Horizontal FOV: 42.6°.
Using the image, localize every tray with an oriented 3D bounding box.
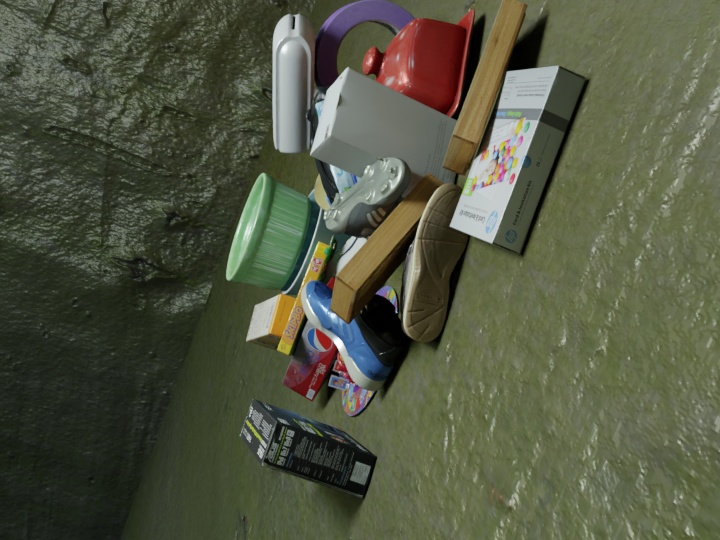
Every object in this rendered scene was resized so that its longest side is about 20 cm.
[{"bbox_3d":[0.157,-0.231,1.167,0.099,0.036,0.203,99,-169,-73],"label":"tray"},{"bbox_3d":[0.038,-0.029,1.222,0.200,0.037,0.099,-48,-14,-25],"label":"tray"}]

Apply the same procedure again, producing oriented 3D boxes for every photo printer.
[{"bbox_3d":[-0.110,-0.313,1.516,0.167,0.068,0.204,-96,8,-64],"label":"photo printer"}]

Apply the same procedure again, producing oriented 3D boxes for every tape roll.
[{"bbox_3d":[0.018,-0.355,1.575,0.066,0.197,0.203,-135,65,-72],"label":"tape roll"}]

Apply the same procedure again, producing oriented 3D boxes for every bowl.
[{"bbox_3d":[-0.061,-0.038,1.655,0.201,0.103,0.204,-161,90,-75],"label":"bowl"}]

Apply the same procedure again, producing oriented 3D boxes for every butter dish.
[{"bbox_3d":[0.072,-0.298,1.420,0.200,0.146,0.203,137,149,-60],"label":"butter dish"}]

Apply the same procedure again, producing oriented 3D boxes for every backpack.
[{"bbox_3d":[-0.008,-0.160,1.412,0.165,0.150,0.203,81,-172,-50],"label":"backpack"}]

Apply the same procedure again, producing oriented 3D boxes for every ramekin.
[{"bbox_3d":[-0.163,-0.063,1.662,0.200,0.096,0.204,-161,90,-75],"label":"ramekin"}]

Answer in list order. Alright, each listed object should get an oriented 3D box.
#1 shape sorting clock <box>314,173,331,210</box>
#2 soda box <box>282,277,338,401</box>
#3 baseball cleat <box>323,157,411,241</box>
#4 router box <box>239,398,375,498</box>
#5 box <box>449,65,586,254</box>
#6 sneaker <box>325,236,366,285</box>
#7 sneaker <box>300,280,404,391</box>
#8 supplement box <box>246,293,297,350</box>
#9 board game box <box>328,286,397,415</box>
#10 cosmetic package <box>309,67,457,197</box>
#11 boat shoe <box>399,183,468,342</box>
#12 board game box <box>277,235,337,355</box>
[{"bbox_3d":[0.007,-0.172,1.560,0.198,0.039,0.202,-25,36,20],"label":"shape sorting clock"},{"bbox_3d":[-0.061,0.113,1.491,0.070,0.063,0.202,-54,-9,-52],"label":"soda box"},{"bbox_3d":[0.031,-0.095,1.276,0.199,0.105,0.071,-23,53,55],"label":"baseball cleat"},{"bbox_3d":[-0.079,0.246,1.298,0.063,0.148,0.200,-70,16,-4],"label":"router box"},{"bbox_3d":[0.176,-0.130,1.065,0.156,0.041,0.203,-141,70,-74],"label":"box"},{"bbox_3d":[0.000,0.000,1.469,0.081,0.075,0.202,-102,32,-47],"label":"sneaker"},{"bbox_3d":[-0.006,0.060,1.306,0.201,0.076,0.112,55,127,35],"label":"sneaker"},{"bbox_3d":[-0.120,0.104,1.654,0.200,0.124,0.075,157,130,-70],"label":"supplement box"},{"bbox_3d":[-0.003,0.115,1.391,0.158,0.038,0.204,166,121,-72],"label":"board game box"},{"bbox_3d":[0.040,-0.183,1.295,0.081,0.197,0.115,-34,36,62],"label":"cosmetic package"},{"bbox_3d":[0.087,-0.011,1.178,0.065,0.071,0.204,177,105,-68],"label":"boat shoe"},{"bbox_3d":[-0.084,0.040,1.503,0.096,0.030,0.203,66,-133,-84],"label":"board game box"}]
